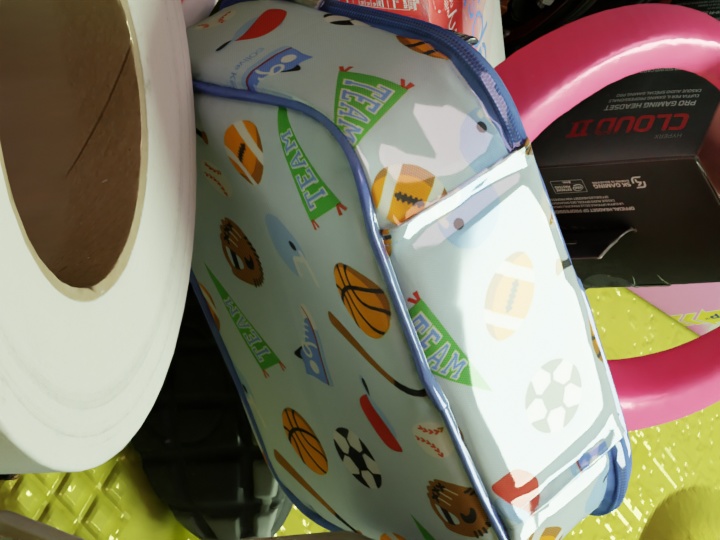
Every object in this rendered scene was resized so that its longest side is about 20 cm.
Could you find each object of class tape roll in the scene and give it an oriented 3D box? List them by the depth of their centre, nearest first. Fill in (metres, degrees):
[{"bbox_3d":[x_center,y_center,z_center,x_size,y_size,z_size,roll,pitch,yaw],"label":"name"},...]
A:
[{"bbox_3d":[-0.143,-0.042,0.744,0.203,0.138,0.204,-3,90,-72],"label":"tape roll"}]

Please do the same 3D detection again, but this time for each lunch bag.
[{"bbox_3d":[0.000,0.000,0.868,0.075,0.160,0.201,-33,119,-26],"label":"lunch bag"}]

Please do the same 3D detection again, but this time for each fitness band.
[{"bbox_3d":[0.100,-0.013,0.977,0.200,0.143,0.038,57,4,-48],"label":"fitness band"}]

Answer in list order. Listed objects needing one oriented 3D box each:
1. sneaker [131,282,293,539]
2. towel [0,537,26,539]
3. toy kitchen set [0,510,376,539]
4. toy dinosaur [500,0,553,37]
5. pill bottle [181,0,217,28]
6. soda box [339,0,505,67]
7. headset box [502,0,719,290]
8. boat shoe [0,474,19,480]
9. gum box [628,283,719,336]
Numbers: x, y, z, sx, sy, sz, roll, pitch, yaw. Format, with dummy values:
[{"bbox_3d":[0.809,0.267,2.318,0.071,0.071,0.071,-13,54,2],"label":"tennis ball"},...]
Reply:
[{"bbox_3d":[-0.044,0.002,0.992,0.079,0.075,0.201,-12,98,-59],"label":"sneaker"},{"bbox_3d":[-0.124,0.165,0.759,0.034,0.199,0.194,0,93,-44],"label":"towel"},{"bbox_3d":[-0.054,0.177,0.822,0.163,0.199,0.182,-1,100,-45],"label":"toy kitchen set"},{"bbox_3d":[0.070,-0.182,1.097,0.200,0.136,0.102,-44,140,3],"label":"toy dinosaur"},{"bbox_3d":[-0.146,-0.143,0.883,0.200,0.119,0.120,37,57,-34],"label":"pill bottle"},{"bbox_3d":[0.015,-0.063,0.976,0.201,0.063,0.070,81,27,-48],"label":"soda box"},{"bbox_3d":[0.116,-0.074,1.113,0.075,0.148,0.201,55,48,-35],"label":"headset box"},{"bbox_3d":[-0.135,0.036,0.901,0.200,0.072,0.073,-38,114,-33],"label":"boat shoe"},{"bbox_3d":[0.177,-0.076,1.241,0.113,0.066,0.201,30,61,-37],"label":"gum box"}]
